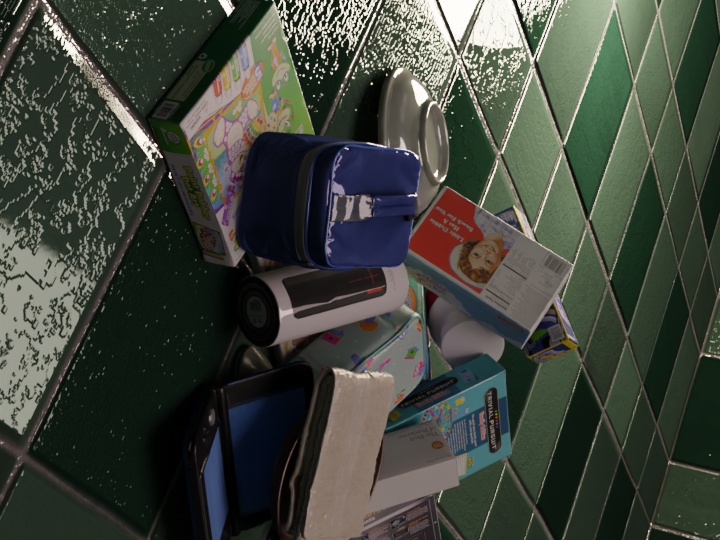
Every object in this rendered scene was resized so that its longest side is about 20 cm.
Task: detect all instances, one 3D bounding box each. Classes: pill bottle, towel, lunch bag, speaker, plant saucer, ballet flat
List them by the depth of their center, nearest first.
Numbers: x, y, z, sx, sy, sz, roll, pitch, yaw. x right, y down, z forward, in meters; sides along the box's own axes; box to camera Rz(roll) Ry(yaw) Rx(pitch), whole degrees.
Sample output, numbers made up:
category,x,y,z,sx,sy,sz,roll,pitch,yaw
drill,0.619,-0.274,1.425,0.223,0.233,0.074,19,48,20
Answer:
category,x,y,z,sx,sy,sz,roll,pitch,yaw
lunch bag,-0.018,-0.070,1.457,0.200,0.132,0.137,-5,105,-56
towel,-0.023,0.206,1.522,0.132,0.034,0.201,10,94,-59
speaker,-0.041,0.027,1.550,0.199,0.081,0.082,-13,113,-41
plant saucer,-0.042,0.227,1.561,0.200,0.034,0.201,-30,128,-47
ballet flat,-0.099,0.175,1.584,0.067,0.063,0.201,-45,138,-51
lunch bag,-0.011,0.134,1.661,0.200,0.077,0.161,-38,148,-23
plant saucer,0.076,-0.162,1.768,0.200,0.050,0.201,-4,90,-71
pill bottle,0.145,0.046,1.890,0.200,0.112,0.113,-92,176,-58

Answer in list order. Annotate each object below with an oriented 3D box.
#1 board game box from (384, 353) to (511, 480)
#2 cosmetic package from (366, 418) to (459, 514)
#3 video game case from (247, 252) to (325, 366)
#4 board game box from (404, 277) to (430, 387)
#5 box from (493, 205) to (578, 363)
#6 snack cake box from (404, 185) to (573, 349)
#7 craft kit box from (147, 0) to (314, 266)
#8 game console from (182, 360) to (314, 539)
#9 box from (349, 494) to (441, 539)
category,x,y,z,sx,sy,sz,roll,pitch,yaw
board game box,0.100,0.215,1.803,0.199,0.047,0.152,-24,129,-20
cosmetic package,0.013,0.249,1.687,0.083,0.199,0.051,-119,-163,-52
video game case,-0.043,-0.007,1.605,0.182,0.023,0.201,-36,135,-28
board game box,0.071,0.118,1.857,0.152,0.045,0.201,-88,174,-55
box,0.223,0.020,1.857,0.070,0.064,0.201,28,40,-66
snack cake box,0.158,-0.004,1.779,0.115,0.200,0.067,-53,170,-21
craft kit box,-0.126,-0.143,1.428,0.200,0.048,0.198,-59,151,-34
game console,-0.113,0.223,1.500,0.171,0.118,0.201,-80,167,-62
box,0.002,0.338,1.754,0.199,0.048,0.159,-24,128,-16
